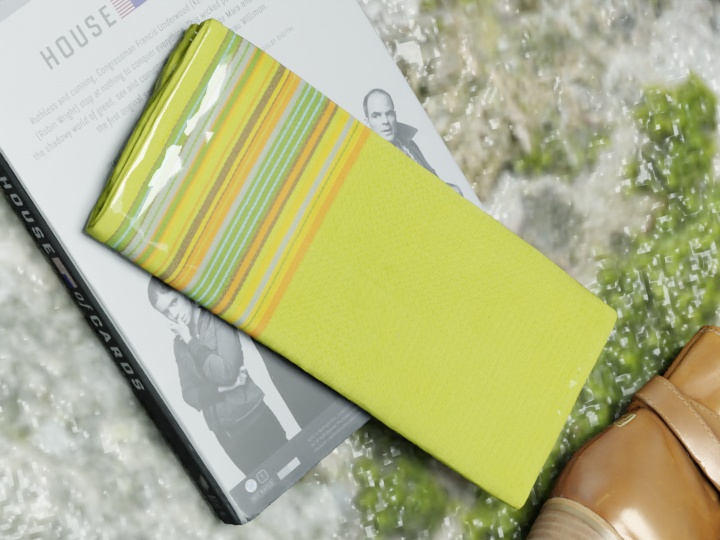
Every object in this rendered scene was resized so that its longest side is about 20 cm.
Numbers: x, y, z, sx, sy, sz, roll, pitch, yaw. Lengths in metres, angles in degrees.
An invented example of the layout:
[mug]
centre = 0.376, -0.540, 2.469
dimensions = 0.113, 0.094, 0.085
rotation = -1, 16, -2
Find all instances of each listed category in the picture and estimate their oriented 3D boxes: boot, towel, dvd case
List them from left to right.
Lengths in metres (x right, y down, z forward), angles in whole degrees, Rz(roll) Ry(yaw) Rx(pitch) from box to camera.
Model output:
[dvd case]
centre = -0.044, -0.035, 0.970
dimensions = 0.150, 0.025, 0.201
rotation = -38, 104, -25
[towel]
centre = 0.000, 0.000, 0.971
dimensions = 0.199, 0.018, 0.086
rotation = 35, 77, -24
[boot]
centre = 0.149, 0.135, 1.045
dimensions = 0.200, 0.077, 0.156
rotation = 44, 64, -11
